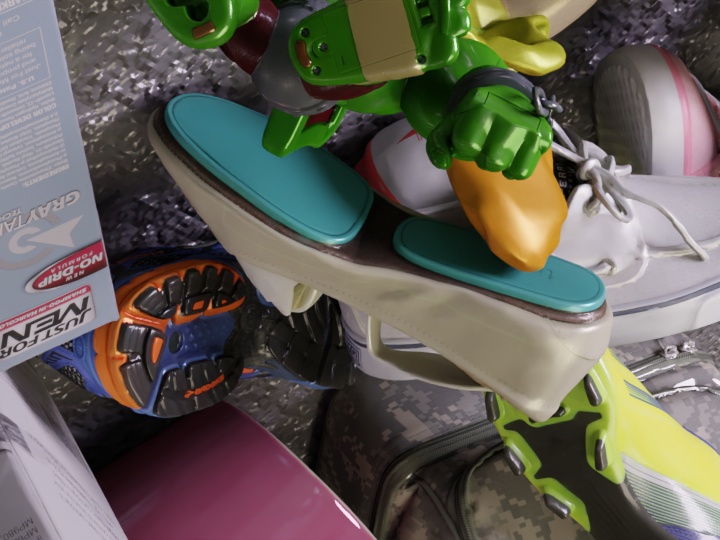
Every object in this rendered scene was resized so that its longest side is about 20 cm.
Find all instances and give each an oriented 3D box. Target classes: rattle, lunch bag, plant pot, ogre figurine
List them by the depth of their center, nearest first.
[{"bbox_3d":[-0.016,-0.088,0.995,0.120,0.199,0.099,11,89,-76],"label":"ogre figurine"},{"bbox_3d":[0.092,-0.124,1.069,0.200,0.143,0.130,-36,129,13],"label":"rattle"},{"bbox_3d":[-0.083,0.163,1.243,0.179,0.200,0.200,-45,148,-12],"label":"plant pot"},{"bbox_3d":[0.099,0.116,1.340,0.199,0.168,0.140,-16,143,-25],"label":"lunch bag"}]

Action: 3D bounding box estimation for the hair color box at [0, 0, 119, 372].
[{"bbox_3d":[-0.141,-0.063,0.974,0.060,0.099,0.200,-25,145,-14],"label":"hair color box"}]

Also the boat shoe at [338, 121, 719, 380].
[{"bbox_3d":[0.085,-0.021,1.149,0.201,0.075,0.086,-11,124,3],"label":"boat shoe"}]

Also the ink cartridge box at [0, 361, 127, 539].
[{"bbox_3d":[-0.144,0.104,1.089,0.085,0.200,0.146,-34,146,-1],"label":"ink cartridge box"}]

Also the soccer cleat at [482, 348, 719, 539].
[{"bbox_3d":[0.117,0.079,1.242,0.065,0.200,0.084,-24,-163,34],"label":"soccer cleat"}]

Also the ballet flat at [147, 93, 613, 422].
[{"bbox_3d":[0.000,0.000,1.102,0.070,0.199,0.070,-61,170,-19],"label":"ballet flat"}]

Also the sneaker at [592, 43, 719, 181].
[{"bbox_3d":[0.163,-0.050,1.259,0.104,0.076,0.200,-18,153,-2],"label":"sneaker"}]

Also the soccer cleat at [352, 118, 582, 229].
[{"bbox_3d":[0.077,-0.023,1.237,0.085,0.069,0.200,-34,144,22],"label":"soccer cleat"}]

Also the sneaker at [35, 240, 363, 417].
[{"bbox_3d":[-0.060,0.013,1.173,0.200,0.078,0.076,-4,102,-56],"label":"sneaker"}]
